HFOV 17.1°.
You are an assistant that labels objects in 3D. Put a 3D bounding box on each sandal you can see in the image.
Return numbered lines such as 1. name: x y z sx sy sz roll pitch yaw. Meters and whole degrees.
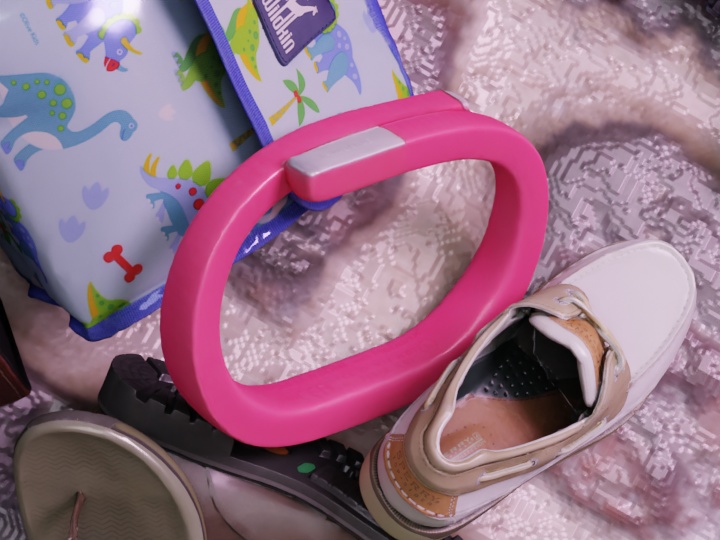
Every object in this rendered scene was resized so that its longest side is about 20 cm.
1. sandal: -0.103 0.157 1.027 0.079 0.057 0.203 -6 103 13

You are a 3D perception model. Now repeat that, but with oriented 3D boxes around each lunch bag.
1. lunch bag: -0.084 -0.094 1.046 0.199 0.127 0.171 -31 114 -16

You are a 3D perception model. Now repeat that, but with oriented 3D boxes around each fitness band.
1. fitness band: 0.000 0.000 1.038 0.199 0.145 0.037 -17 39 -37

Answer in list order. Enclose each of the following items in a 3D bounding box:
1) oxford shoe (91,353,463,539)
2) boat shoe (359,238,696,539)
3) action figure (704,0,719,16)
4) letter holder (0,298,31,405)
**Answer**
1. oxford shoe: -0.036 0.116 1.073 0.199 0.073 0.085 26 103 -1
2. boat shoe: 0.087 0.046 1.054 0.075 0.068 0.200 46 59 5
3. action figure: 0.240 -0.137 1.105 0.199 0.105 0.194 27 71 -1
4. letter holder: -0.227 0.018 1.001 0.141 0.200 0.101 -20 82 -6
